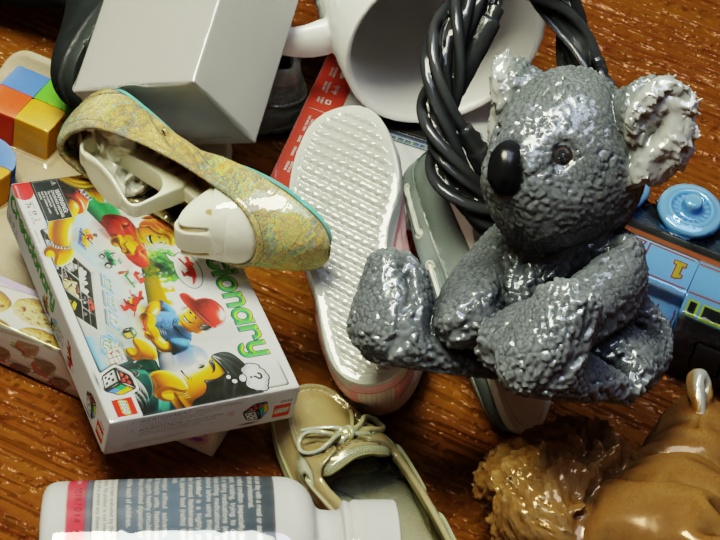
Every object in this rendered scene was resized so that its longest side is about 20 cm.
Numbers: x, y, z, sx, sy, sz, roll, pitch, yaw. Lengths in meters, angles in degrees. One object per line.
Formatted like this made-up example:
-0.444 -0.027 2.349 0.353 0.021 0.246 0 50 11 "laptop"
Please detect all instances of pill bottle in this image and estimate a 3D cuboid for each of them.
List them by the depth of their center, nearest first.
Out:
-0.078 0.176 1.234 0.199 0.120 0.120 -2 47 -4 "pill bottle"

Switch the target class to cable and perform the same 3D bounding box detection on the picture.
0.100 -0.114 1.432 0.162 0.051 0.201 -9 89 -34 "cable"

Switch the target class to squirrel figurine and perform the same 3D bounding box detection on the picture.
0.169 0.136 1.329 0.199 0.142 0.187 19 40 3 "squirrel figurine"

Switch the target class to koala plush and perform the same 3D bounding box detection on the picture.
0.116 -0.030 1.312 0.177 0.201 0.183 10 2 44 "koala plush"

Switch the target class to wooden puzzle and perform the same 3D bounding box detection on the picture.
-0.206 -0.068 1.500 0.184 0.046 0.200 23 47 10 "wooden puzzle"

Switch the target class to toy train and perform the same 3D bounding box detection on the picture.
0.207 0.002 1.495 0.199 0.087 0.115 23 53 10 "toy train"

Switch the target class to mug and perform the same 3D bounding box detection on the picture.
0.010 -0.208 1.547 0.199 0.148 0.176 -18 48 -5 "mug"

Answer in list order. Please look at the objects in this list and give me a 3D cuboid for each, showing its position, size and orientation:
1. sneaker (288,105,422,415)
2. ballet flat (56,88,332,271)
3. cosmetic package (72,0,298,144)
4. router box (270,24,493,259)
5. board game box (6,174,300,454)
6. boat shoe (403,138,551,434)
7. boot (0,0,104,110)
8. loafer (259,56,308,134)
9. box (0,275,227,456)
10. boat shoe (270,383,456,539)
0.000 0.000 1.431 0.075 0.105 0.201 -9 66 4 "sneaker"
-0.111 -0.046 1.380 0.200 0.071 0.071 33 50 21 "ballet flat"
-0.106 -0.190 1.480 0.107 0.085 0.201 2 66 34 "cosmetic package"
0.043 -0.081 1.561 0.179 0.049 0.201 17 46 5 "router box"
-0.133 0.019 1.382 0.126 0.035 0.201 -10 52 -25 "board game box"
0.075 0.013 1.445 0.073 0.062 0.201 -8 82 -47 "boat shoe"
-0.214 -0.189 1.569 0.167 0.077 0.200 8 46 27 "boot"
-0.094 -0.186 1.616 0.070 0.070 0.200 -19 54 -26 "loafer"
-0.173 0.055 1.396 0.199 0.039 0.042 24 48 10 "box"
0.008 0.137 1.340 0.073 0.063 0.201 -13 52 -23 "boat shoe"
